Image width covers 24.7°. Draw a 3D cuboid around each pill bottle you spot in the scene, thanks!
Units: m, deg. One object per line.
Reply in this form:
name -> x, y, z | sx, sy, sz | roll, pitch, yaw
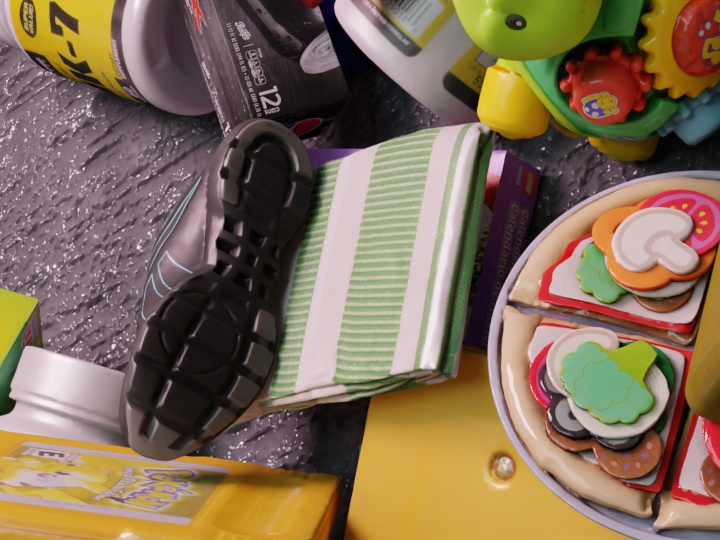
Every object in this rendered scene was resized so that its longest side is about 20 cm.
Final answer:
pill bottle -> -0.185, 0.154, 0.985 | 0.114, 0.114, 0.201 | 9, 79, 41
pill bottle -> -0.165, -0.177, 1.098 | 0.200, 0.114, 0.115 | 21, 87, 43
pill bottle -> 0.088, -0.182, 0.895 | 0.200, 0.111, 0.111 | -48, 50, 14

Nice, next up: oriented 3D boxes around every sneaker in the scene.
sneaker -> -0.083, 0.015, 0.897 | 0.079, 0.075, 0.201 | -23, 40, 56

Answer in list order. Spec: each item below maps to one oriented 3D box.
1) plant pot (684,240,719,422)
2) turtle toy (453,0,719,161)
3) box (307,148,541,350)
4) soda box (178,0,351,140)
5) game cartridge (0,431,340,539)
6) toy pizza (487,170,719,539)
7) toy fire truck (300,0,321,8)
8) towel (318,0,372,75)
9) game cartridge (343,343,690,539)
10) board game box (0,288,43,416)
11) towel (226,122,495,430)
plant pot -> 0.241, -0.033, 0.620 | 0.199, 0.176, 0.201 | 12, 79, 13
turtle toy -> 0.120, -0.125, 0.792 | 0.101, 0.199, 0.146 | 28, 107, 53
box -> 0.000, 0.000, 0.944 | 0.200, 0.039, 0.137 | 5, 77, 41
soda box -> -0.073, -0.174, 0.970 | 0.071, 0.063, 0.201 | 138, 113, -69
game cartridge -> -0.117, 0.120, 0.832 | 0.199, 0.176, 0.033 | 5, 95, 4
toy pizza -> 0.157, 0.031, 0.746 | 0.199, 0.032, 0.201 | -4, 57, 7
toy fire truck -> 0.029, -0.244, 0.832 | 0.168, 0.112, 0.200 | -42, 21, 55
towel -> -0.041, -0.232, 1.004 | 0.049, 0.148, 0.200 | -17, 58, -12
game cartridge -> 0.068, 0.144, 0.813 | 0.176, 0.032, 0.201 | 13, 94, 37
board game box -> -0.255, 0.115, 1.010 | 0.047, 0.102, 0.200 | 15, 49, 7
towel -> -0.011, 0.005, 0.880 | 0.200, 0.023, 0.153 | -17, 55, 47
